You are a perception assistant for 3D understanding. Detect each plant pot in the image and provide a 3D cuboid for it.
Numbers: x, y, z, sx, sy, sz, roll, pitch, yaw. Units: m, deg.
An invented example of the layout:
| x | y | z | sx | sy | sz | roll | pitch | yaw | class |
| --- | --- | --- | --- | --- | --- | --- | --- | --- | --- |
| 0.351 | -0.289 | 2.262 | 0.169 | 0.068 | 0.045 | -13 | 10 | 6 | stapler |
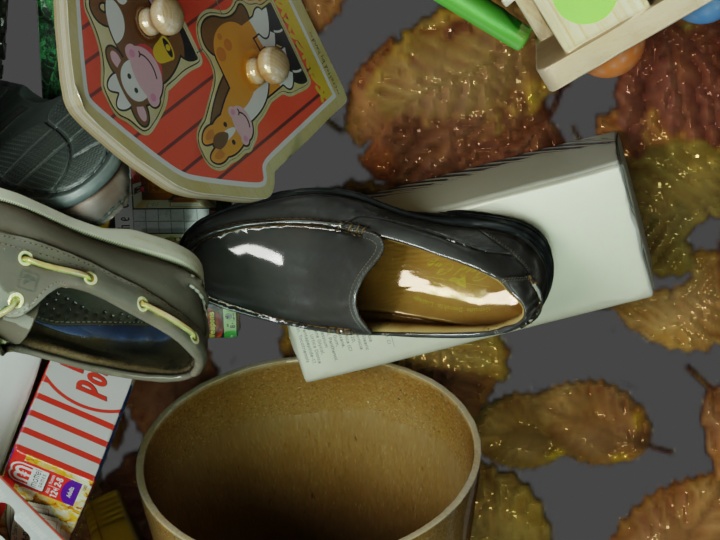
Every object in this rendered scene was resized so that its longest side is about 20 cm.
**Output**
| x | y | z | sx | sy | sz | roll | pitch | yaw | class |
| --- | --- | --- | --- | --- | --- | --- | --- | --- | --- |
| -0.021 | 0.181 | 1.482 | 0.185 | 0.187 | 0.201 | -2 | 123 | 4 | plant pot |

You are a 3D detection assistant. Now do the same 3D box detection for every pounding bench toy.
| x | y | z | sx | sy | sz | roll | pitch | yaw | class |
| --- | --- | --- | --- | --- | --- | --- | --- | --- | --- |
| 0.087 | -0.168 | 1.371 | 0.199 | 0.124 | 0.156 | -29 | 105 | 13 | pounding bench toy |

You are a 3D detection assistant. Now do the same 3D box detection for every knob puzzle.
| x | y | z | sx | sy | sz | roll | pitch | yaw | class |
| --- | --- | --- | --- | --- | --- | --- | --- | --- | --- |
| -0.085 | -0.125 | 1.361 | 0.030 | 0.220 | 0.221 | -14 | 110 | 36 | knob puzzle |

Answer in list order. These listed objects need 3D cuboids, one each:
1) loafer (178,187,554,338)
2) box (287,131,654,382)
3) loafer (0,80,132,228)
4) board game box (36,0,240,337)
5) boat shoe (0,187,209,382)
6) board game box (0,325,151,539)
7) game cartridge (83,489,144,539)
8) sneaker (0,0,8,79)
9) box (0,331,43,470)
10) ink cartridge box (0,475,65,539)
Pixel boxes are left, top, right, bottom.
| x | y | z | sx | sy | sz | roll | pitch | yaw | class |
| --- | --- | --- | --- | --- | --- | --- | --- | --- | --- |
| 0.000 | 0.000 | 1.390 | 0.199 | 0.072 | 0.073 | 0 | 107 | 6 | loafer |
| 0.055 | -0.008 | 1.457 | 0.199 | 0.068 | 0.083 | -13 | 107 | 8 | box |
| -0.163 | -0.052 | 1.404 | 0.072 | 0.200 | 0.063 | -40 | 120 | -14 | loafer |
| -0.121 | -0.059 | 1.476 | 0.104 | 0.023 | 0.201 | 0 | 109 | 6 | board game box |
| -0.163 | 0.009 | 1.300 | 0.201 | 0.061 | 0.072 | 13 | 135 | -29 | boat shoe |
| -0.161 | 0.101 | 1.424 | 0.046 | 0.152 | 0.200 | 22 | 138 | -4 | board game box |
| -0.096 | 0.233 | 1.466 | 0.032 | 0.200 | 0.177 | -25 | 117 | -5 | game cartridge |
| -0.245 | -0.074 | 1.358 | 0.085 | 0.201 | 0.078 | 11 | 132 | 7 | sneaker |
| -0.271 | 0.066 | 1.421 | 0.130 | 0.199 | 0.201 | 15 | 110 | -22 | box |
| -0.249 | 0.161 | 1.331 | 0.200 | 0.050 | 0.109 | -38 | 120 | 5 | ink cartridge box |
